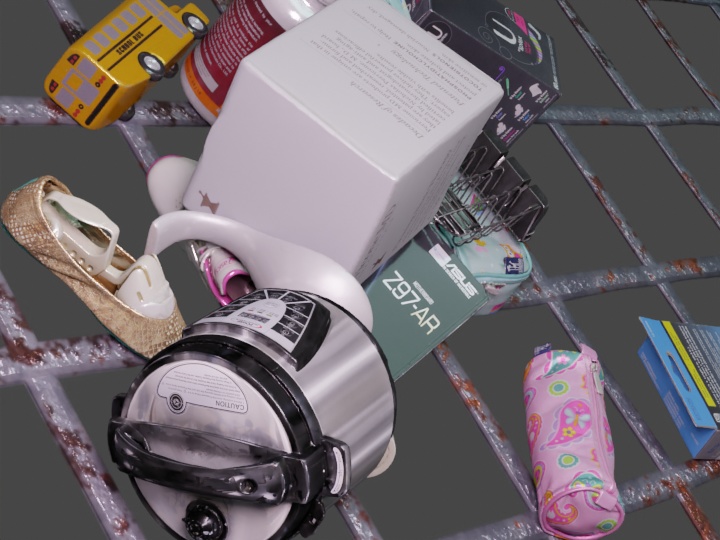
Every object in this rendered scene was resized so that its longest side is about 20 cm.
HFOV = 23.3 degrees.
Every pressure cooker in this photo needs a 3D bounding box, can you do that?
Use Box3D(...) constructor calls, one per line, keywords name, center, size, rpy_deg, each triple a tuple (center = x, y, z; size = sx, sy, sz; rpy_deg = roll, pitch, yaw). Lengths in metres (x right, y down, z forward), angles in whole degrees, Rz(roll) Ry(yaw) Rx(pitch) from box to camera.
Box3D(name="pressure cooker", center=(-0.081, 0.120, 1.321), size=(0.179, 0.176, 0.200), rpy_deg=(52, 33, 5))

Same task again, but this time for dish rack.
Box3D(name="dish rack", center=(0.091, -0.088, 1.695), size=(0.154, 0.055, 0.199), rpy_deg=(51, 34, 14))

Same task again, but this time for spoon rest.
Box3D(name="spoon rest", center=(-0.077, 0.006, 1.431), size=(0.199, 0.100, 0.061), rpy_deg=(28, 41, 8))

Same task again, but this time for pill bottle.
Box3D(name="pill bottle", center=(-0.078, -0.229, 1.691), size=(0.112, 0.200, 0.114), rpy_deg=(29, 35, -23))

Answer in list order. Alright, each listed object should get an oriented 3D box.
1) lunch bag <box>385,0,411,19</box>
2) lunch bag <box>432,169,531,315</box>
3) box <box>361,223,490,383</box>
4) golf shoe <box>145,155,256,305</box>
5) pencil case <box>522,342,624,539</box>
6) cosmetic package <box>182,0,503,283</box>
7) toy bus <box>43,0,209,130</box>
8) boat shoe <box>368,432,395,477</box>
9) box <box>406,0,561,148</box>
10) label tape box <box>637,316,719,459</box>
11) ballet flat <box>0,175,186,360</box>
Box3D(name="lunch bag", center=(-0.019, -0.245, 1.816), size=(0.077, 0.160, 0.201), rpy_deg=(15, 44, -39))
Box3D(name="lunch bag", center=(0.076, -0.047, 1.766), size=(0.160, 0.077, 0.201), rpy_deg=(3, 50, -48))
Box3D(name="box", center=(0.000, 0.000, 1.608), size=(0.160, 0.044, 0.200), rpy_deg=(-37, 85, -31))
Box3D(name="golf shoe", center=(-0.118, -0.023, 1.514), size=(0.200, 0.075, 0.091), rpy_deg=(49, 7, 7))
Box3D(name="pencil case", center=(0.205, 0.164, 1.689), size=(0.087, 0.087, 0.201), rpy_deg=(29, 36, -24))
Box3D(name="cosmetic package", center=(-0.015, -0.106, 1.491), size=(0.166, 0.168, 0.200), rpy_deg=(37, 41, 10))
Box3D(name="toy bus", center=(-0.214, -0.202, 1.634), size=(0.078, 0.065, 0.200), rpy_deg=(40, 33, -5))
Box3D(name="boat shoe", center=(-0.055, 0.100, 1.477), size=(0.199, 0.072, 0.060), rpy_deg=(34, 19, -13))
Box3D(name="box", center=(0.125, -0.254, 2.044), size=(0.199, 0.106, 0.123), rpy_deg=(28, 35, -24))
Box3D(name="label tape box", center=(0.376, 0.133, 1.938), size=(0.199, 0.063, 0.145), rpy_deg=(8, 48, -45))
Box3D(name="ballet flat", center=(-0.204, -0.001, 1.418), size=(0.200, 0.065, 0.071), rpy_deg=(40, 35, -9))
